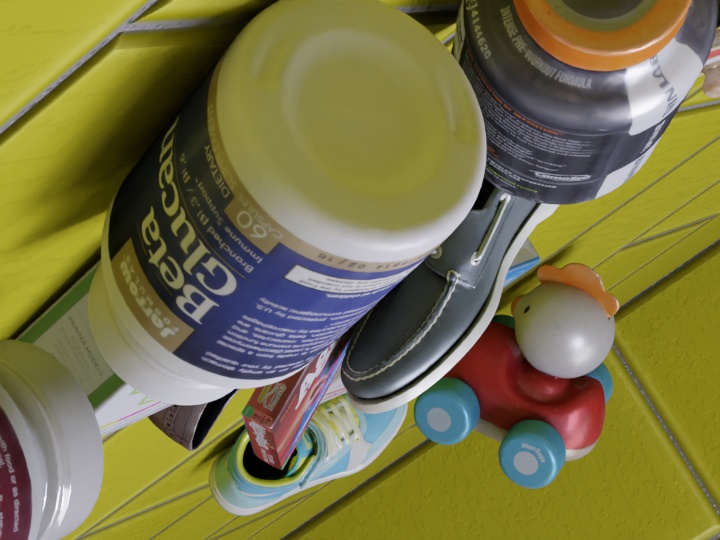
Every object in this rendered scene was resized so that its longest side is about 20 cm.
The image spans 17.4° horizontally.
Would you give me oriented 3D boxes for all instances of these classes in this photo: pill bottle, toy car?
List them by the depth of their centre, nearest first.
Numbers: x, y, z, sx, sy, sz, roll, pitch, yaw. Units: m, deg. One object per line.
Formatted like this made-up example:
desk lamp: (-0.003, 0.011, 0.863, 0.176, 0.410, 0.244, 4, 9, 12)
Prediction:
pill bottle: (-0.040, -0.018, 0.956, 0.111, 0.111, 0.200, -26, 170, -35)
pill bottle: (-0.208, 0.098, 0.999, 0.114, 0.115, 0.200, -38, 170, 35)
pill bottle: (0.093, -0.099, 1.001, 0.106, 0.107, 0.200, -31, 172, -6)
toy car: (0.170, 0.067, 2.245, 0.184, 0.176, 0.201, -43, 155, -57)

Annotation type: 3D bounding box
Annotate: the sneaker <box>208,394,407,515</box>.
sneaker: (-0.033, 0.145, 2.060, 0.199, 0.080, 0.131, -31, 173, -18)

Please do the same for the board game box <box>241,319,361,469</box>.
board game box: (0.000, 0.000, 1.175, 0.201, 0.019, 0.103, -60, 170, -13)

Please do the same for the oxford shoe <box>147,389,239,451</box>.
oxford shoe: (-0.042, 0.015, 1.257, 0.200, 0.073, 0.071, -43, 168, 20)

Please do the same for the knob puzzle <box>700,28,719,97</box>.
knob puzzle: (0.136, -0.090, 1.338, 0.218, 0.031, 0.220, -20, 177, -1)

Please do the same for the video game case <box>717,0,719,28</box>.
video game case: (0.193, -0.160, 1.305, 0.182, 0.023, 0.200, -36, 171, 24)

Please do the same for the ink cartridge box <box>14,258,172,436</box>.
ink cartridge box: (-0.088, 0.014, 1.145, 0.104, 0.059, 0.200, -24, 168, -45)

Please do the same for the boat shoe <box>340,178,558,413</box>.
boat shoe: (0.044, -0.021, 1.176, 0.073, 0.062, 0.200, 18, -113, 51)

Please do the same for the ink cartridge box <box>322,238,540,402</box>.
ink cartridge box: (0.008, 0.027, 1.550, 0.200, 0.068, 0.116, -37, 170, 30)
